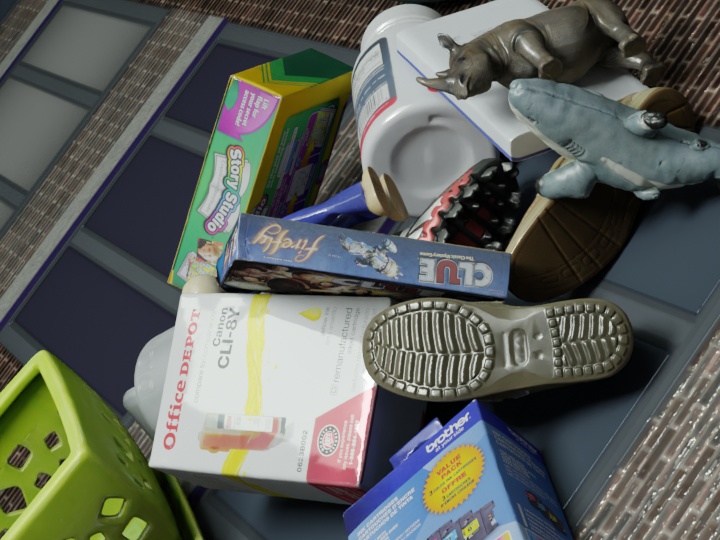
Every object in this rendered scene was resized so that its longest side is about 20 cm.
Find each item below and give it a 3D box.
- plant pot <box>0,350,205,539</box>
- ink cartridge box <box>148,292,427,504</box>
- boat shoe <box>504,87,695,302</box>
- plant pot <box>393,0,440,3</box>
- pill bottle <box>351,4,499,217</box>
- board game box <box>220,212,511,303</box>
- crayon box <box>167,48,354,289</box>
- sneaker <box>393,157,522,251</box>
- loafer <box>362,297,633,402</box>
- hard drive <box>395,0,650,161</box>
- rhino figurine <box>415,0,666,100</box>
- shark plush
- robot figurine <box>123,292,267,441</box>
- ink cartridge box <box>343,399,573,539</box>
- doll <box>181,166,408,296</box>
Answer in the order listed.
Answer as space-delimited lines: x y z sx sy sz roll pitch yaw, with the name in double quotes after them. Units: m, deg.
-0.246 0.222 1.481 0.199 0.181 0.200 -48 29 4 "plant pot"
-0.053 0.098 1.351 0.198 0.083 0.147 1 73 32 "ink cartridge box"
0.172 -0.056 1.327 0.200 0.071 0.064 -46 22 -13 "boat shoe"
0.070 -0.341 1.710 0.134 0.200 0.201 37 87 27 "plant pot"
0.053 -0.149 1.548 0.119 0.119 0.201 -38 30 21 "pill bottle"
0.000 0.000 1.301 0.136 0.197 0.035 133 145 -78 "board game box"
-0.087 -0.087 1.574 0.172 0.058 0.202 -31 -37 -63 "crayon box"
0.053 -0.012 1.436 0.201 0.071 0.098 -56 31 -6 "sneaker"
0.099 0.059 1.238 0.198 0.067 0.077 0 80 21 "loafer"
0.131 -0.162 1.434 0.131 0.026 0.200 -19 38 -17 "hard drive"
0.132 -0.164 1.359 0.198 0.060 0.088 -15 41 -19 "rhino figurine"
0.199 -0.084 1.236 0.199 0.084 0.091 26 70 21 "shark plush"
-0.117 0.089 1.522 0.199 0.113 0.170 -27 22 36 "robot figurine"
0.066 0.185 1.186 0.136 0.076 0.201 -42 28 16 "ink cartridge box"
-0.064 -0.018 1.428 0.199 0.136 0.049 -29 75 17 "doll"
